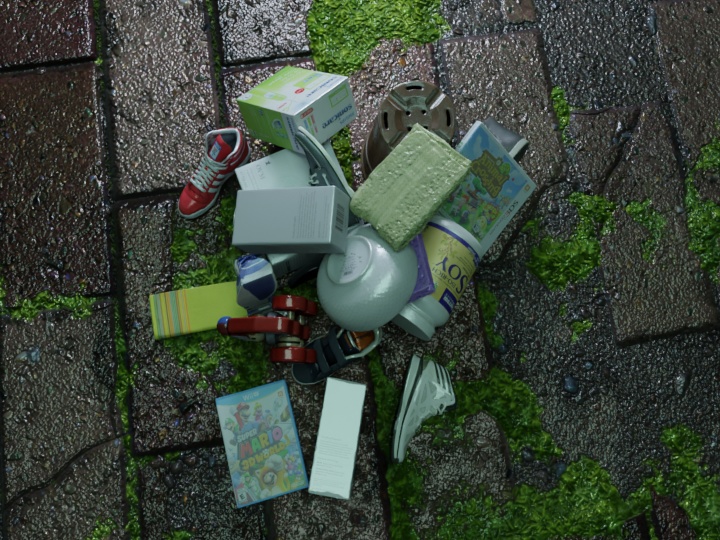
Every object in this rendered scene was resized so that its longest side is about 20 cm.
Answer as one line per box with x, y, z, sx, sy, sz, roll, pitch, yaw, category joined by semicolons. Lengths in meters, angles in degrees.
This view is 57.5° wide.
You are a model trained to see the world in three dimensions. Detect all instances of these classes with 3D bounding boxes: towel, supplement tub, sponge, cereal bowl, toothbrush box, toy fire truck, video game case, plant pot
-0.314;0.077;1.293;0.193;0.018;0.089;-10;85;-5;towel
0.131;0.014;1.258;0.143;0.146;0.203;31;79;4;supplement tub
0.086;-0.144;1.134;0.201;0.036;0.148;-48;63;0;towel
0.068;-0.025;1.208;0.110;0.030;0.204;-27;49;21;sponge
0.000;0.000;1.163;0.195;0.083;0.205;-18;52;24;cereal bowl
-0.124;-0.316;1.275;0.145;0.088;0.198;-40;43;-24;toothbrush box
-0.168;0.110;1.187;0.162;0.200;0.116;-1;81;9;toy fire truck
0.233;-0.154;1.283;0.199;0.022;0.184;38;92;-30;video game case
0.100;-0.256;1.284;0.193;0.199;0.207;1;77;-3;plant pot
-0.187;0.326;1.246;0.139;0.018;0.206;-14;79;-4;video game case

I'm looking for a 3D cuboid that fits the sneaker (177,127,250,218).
-0.298;-0.198;1.298;0.071;0.113;0.202;37;79;6;sneaker

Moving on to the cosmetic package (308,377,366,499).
-0.041;0.306;1.210;0.078;0.113;0.207;8;77;-1;cosmetic package

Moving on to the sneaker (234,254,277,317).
-0.204;0.011;1.225;0.078;0.200;0.118;-17;69;-11;sneaker

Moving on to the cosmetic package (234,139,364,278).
-0.117;-0.126;1.288;0.195;0.123;0.204;-23;80;-8;cosmetic package

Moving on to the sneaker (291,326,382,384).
-0.047;0.151;1.258;0.196;0.080;0.080;-30;82;-6;sneaker

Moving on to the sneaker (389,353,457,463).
0.123;0.271;1.241;0.112;0.076;0.206;15;76;3;sneaker

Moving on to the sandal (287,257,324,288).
-0.049;-0.003;1.288;0.195;0.076;0.044;-20;78;-7;sandal

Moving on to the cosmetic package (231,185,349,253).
-0.122;-0.086;1.151;0.194;0.074;0.105;1;78;23;cosmetic package

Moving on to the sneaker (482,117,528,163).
0.246;-0.215;1.356;0.106;0.075;0.201;40;82;21;sneaker

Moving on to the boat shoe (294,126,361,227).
-0.064;-0.162;1.179;0.061;0.073;0.202;-36;108;-1;boat shoe
